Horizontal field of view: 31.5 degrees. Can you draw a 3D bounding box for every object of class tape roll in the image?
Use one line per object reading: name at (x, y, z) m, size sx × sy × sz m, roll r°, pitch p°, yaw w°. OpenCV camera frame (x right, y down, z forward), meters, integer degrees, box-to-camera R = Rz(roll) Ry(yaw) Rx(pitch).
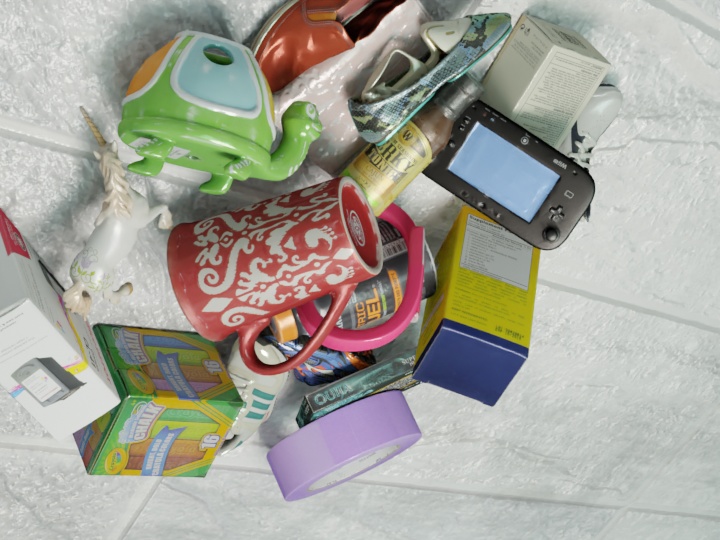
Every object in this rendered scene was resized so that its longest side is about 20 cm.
tape roll at (-0.021, 0.231, 1.671) m, size 0.199 × 0.066 × 0.200 m, roll -24°, pitch 165°, yaw -7°

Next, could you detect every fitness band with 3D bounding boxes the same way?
fitness band at (0.000, 0.000, 1.428) m, size 0.142 × 0.201 × 0.038 m, roll 3°, pitch 148°, yaw 5°

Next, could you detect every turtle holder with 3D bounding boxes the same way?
turtle holder at (-0.134, -0.150, 1.221) m, size 0.184 × 0.133 × 0.141 m, roll 9°, pitch 171°, yaw 6°

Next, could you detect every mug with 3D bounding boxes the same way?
mug at (-0.077, 0.000, 1.357) m, size 0.199 × 0.134 × 0.178 m, roll -19°, pitch 115°, yaw 19°

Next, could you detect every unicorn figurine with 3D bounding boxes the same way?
unicorn figurine at (-0.249, -0.045, 1.292) m, size 0.137 × 0.073 × 0.202 m, roll 33°, pitch 71°, yaw -75°

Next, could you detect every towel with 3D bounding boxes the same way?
towel at (0.016, -0.188, 1.382) m, size 0.200 × 0.032 × 0.191 m, roll -41°, pitch 139°, yaw 6°

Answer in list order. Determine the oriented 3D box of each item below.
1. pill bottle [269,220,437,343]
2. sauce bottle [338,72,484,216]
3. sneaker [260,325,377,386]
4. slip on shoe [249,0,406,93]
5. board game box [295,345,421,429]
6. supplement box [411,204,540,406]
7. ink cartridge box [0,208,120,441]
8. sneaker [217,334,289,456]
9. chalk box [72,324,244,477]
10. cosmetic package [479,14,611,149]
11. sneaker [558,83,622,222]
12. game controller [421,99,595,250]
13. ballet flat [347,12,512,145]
pill bottle at (-0.018, 0.017, 1.499) m, size 0.199 × 0.106 × 0.107 m, roll -22°, pitch 138°, yaw -12°
sauce bottle at (0.051, -0.137, 1.382) m, size 0.200 × 0.065 × 0.065 m, roll -47°, pitch 138°, yaw 13°
sneaker at (-0.063, 0.107, 1.584) m, size 0.078 × 0.076 × 0.199 m, roll -45°, pitch 137°, yaw 18°
slip on shoe at (-0.034, -0.243, 1.274) m, size 0.199 × 0.061 × 0.074 m, roll -37°, pitch 141°, yaw 5°
board game box at (0.016, 0.148, 1.634) m, size 0.199 × 0.028 × 0.135 m, roll -22°, pitch 165°, yaw -16°
supplement box at (0.141, 0.041, 1.524) m, size 0.108 × 0.201 × 0.110 m, roll 20°, pitch 138°, yaw -6°
ink cartridge box at (-0.339, 0.055, 1.294) m, size 0.085 × 0.148 × 0.200 m, roll -31°, pitch 140°, yaw -1°
sneaker at (-0.144, 0.155, 1.531) m, size 0.094 × 0.070 × 0.200 m, roll -52°, pitch 168°, yaw -36°
chalk box at (-0.258, 0.150, 1.455) m, size 0.199 × 0.124 × 0.125 m, roll 7°, pitch 125°, yaw -37°
cosmetic package at (0.187, -0.182, 1.467) m, size 0.103 × 0.073 × 0.201 m, roll 10°, pitch 123°, yaw -39°
sneaker at (0.260, -0.121, 1.530) m, size 0.199 × 0.130 × 0.079 m, roll -40°, pitch 141°, yaw 8°
game controller at (0.159, -0.110, 1.415) m, size 0.199 × 0.042 × 0.105 m, roll 33°, pitch 115°, yaw 0°
ballet flat at (0.068, -0.216, 1.323) m, size 0.200 × 0.074 × 0.074 m, roll -42°, pitch 139°, yaw 1°
